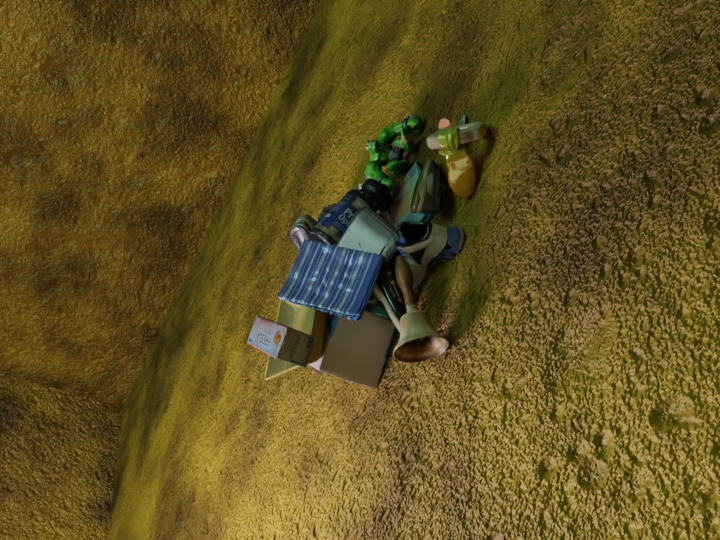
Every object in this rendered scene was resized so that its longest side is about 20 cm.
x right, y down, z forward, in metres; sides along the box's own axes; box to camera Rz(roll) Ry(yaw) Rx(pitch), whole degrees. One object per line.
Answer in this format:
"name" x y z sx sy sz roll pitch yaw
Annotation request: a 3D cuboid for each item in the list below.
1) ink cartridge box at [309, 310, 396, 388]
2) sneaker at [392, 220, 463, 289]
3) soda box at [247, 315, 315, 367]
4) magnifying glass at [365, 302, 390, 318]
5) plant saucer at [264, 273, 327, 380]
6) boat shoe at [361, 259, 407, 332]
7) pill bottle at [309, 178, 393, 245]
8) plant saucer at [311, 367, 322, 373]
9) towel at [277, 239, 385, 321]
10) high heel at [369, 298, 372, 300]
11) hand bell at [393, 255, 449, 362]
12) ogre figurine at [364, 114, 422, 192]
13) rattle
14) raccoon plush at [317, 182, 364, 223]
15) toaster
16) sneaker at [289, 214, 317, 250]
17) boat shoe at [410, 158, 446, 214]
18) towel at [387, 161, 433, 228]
"ink cartridge box" -0.042 0.148 1.466 0.200 0.143 0.149 13 82 65
"sneaker" 0.105 -0.044 1.357 0.199 0.114 0.081 -44 32 44
"soda box" -0.162 0.140 1.349 0.199 0.068 0.064 8 78 65
"magnifying glass" 0.035 0.086 1.460 0.200 0.079 0.023 -165 94 -76
"plant saucer" -0.125 0.127 1.421 0.199 0.048 0.202 -29 46 52
"boat shoe" 0.073 0.062 1.330 0.202 0.063 0.074 59 173 23
"pill bottle" -0.017 -0.117 1.571 0.200 0.112 0.112 -48 20 -17
"plant saucer" -0.090 0.158 1.692 0.200 0.036 0.202 -46 33 42
"towel" -0.059 0.014 1.345 0.198 0.024 0.146 12 68 28
"high heel" 0.000 0.000 1.603 0.199 0.071 0.144 -2 63 59
"hand bell" 0.095 0.060 1.262 0.104 0.103 0.202 -44 45 42
"ogre figurine" 0.073 -0.287 1.658 0.119 0.097 0.203 9 92 48
"rattle" 0.209 -0.247 1.413 0.129 0.144 0.200 -32 12 1
"raccoon plush" -0.040 -0.127 1.766 0.201 0.096 0.135 -56 35 24
"toaster" 0.017 -0.028 1.462 0.129 0.113 0.201 34 92 29
"sneaker" -0.123 -0.063 1.829 0.075 0.202 0.116 -6 32 19
"boat shoe" 0.150 -0.173 1.434 0.202 0.065 0.072 -70 0 -56
"towel" 0.108 -0.146 1.548 0.147 0.022 0.201 -52 29 31
